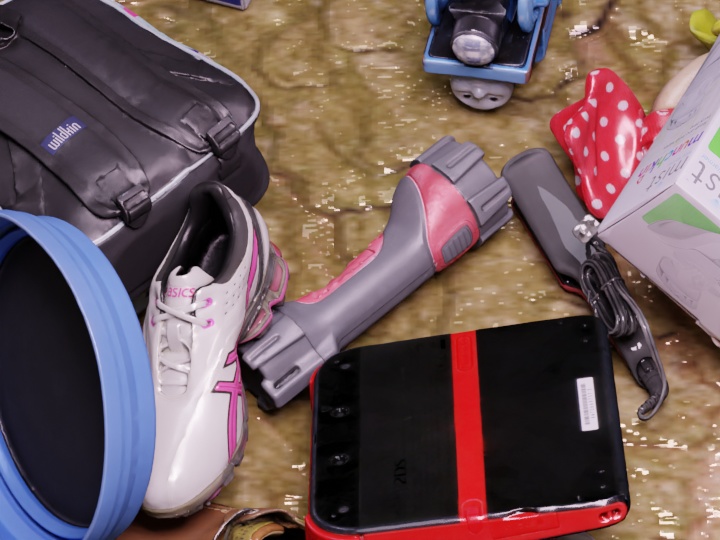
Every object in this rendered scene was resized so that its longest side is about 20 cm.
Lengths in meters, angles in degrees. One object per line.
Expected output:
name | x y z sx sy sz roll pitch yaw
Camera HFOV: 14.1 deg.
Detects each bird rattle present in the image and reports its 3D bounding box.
bird rattle | 0.222 -0.085 1.777 0.200 0.113 0.163 -39 81 -25

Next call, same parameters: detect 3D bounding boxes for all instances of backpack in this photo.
backpack | -0.171 -0.071 1.755 0.200 0.151 0.178 37 62 23

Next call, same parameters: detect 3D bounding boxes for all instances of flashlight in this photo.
flashlight | 0.000 0.000 1.748 0.200 0.068 0.068 -37 94 -18

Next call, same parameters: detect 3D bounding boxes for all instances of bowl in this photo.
bowl | -0.179 0.064 1.630 0.039 0.201 0.201 -11 48 -36

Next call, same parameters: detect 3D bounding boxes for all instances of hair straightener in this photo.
hair straightener | 0.132 0.004 1.728 0.041 0.077 0.200 -24 56 2

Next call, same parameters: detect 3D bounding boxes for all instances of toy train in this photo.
toy train | 0.091 -0.191 1.857 0.087 0.114 0.200 5 52 12

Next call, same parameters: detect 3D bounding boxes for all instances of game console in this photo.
game console | 0.057 0.095 1.622 0.177 0.031 0.200 -7 30 4

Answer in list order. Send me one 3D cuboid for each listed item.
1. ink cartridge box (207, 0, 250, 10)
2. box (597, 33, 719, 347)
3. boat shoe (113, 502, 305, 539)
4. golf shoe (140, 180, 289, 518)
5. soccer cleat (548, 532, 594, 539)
ink cartridge box | -0.133 -0.280 1.984 0.199 0.041 0.200 15 54 14
box | 0.266 -0.033 1.684 0.200 0.097 0.177 40 58 -8
boat shoe | -0.057 0.158 1.623 0.200 0.068 0.072 13 56 14
golf shoe | -0.100 0.043 1.648 0.073 0.092 0.200 -2 55 21
soccer cleat | 0.098 0.157 1.627 0.067 0.076 0.200 -53 45 0
